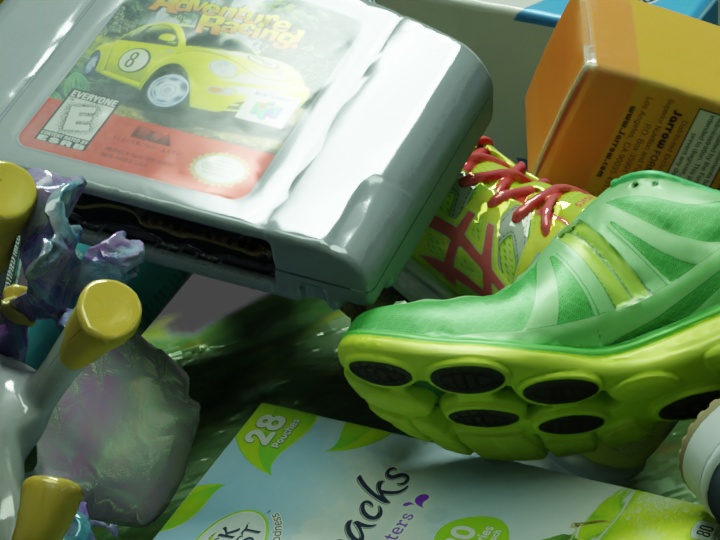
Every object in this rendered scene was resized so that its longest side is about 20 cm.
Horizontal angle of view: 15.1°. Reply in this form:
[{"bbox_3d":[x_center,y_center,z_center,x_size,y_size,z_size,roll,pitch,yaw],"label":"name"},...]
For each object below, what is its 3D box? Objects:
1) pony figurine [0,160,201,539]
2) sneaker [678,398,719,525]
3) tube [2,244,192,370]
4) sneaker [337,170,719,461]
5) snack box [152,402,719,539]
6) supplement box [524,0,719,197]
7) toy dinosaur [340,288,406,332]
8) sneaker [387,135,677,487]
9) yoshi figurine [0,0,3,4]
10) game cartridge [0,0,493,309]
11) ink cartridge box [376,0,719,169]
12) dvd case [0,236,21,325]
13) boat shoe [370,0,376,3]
[{"bbox_3d":[-0.133,0.054,0.949,0.166,0.200,0.193,16,52,-10],"label":"pony figurine"},{"bbox_3d":[0.216,0.056,0.892,0.200,0.070,0.109,-25,40,-5],"label":"sneaker"},{"bbox_3d":[-0.072,-0.024,1.111,0.200,0.050,0.077,-46,15,-6],"label":"tube"},{"bbox_3d":[0.090,0.013,0.958,0.200,0.074,0.084,-10,57,-4],"label":"sneaker"},{"bbox_3d":[0.015,0.137,0.932,0.200,0.068,0.169,10,40,26],"label":"snack box"},{"bbox_3d":[0.169,-0.047,1.088,0.200,0.069,0.067,15,35,-10],"label":"supplement box"},{"bbox_3d":[0.000,0.000,1.092,0.200,0.058,0.101,1,52,-44],"label":"toy dinosaur"},{"bbox_3d":[0.062,-0.011,1.034,0.200,0.090,0.078,53,35,12],"label":"sneaker"},{"bbox_3d":[-0.107,-0.124,1.242,0.112,0.113,0.200,-13,17,35],"label":"yoshi figurine"},{"bbox_3d":[-0.060,-0.060,1.010,0.200,0.041,0.133,14,45,20],"label":"game cartridge"},{"bbox_3d":[0.117,-0.129,1.248,0.146,0.084,0.200,13,37,25],"label":"ink cartridge box"},{"bbox_3d":[-0.204,0.010,1.141,0.146,0.022,0.200,-25,31,17],"label":"dvd case"},{"bbox_3d":[-0.004,-0.135,1.306,0.068,0.072,0.200,-16,30,-8],"label":"boat shoe"}]
